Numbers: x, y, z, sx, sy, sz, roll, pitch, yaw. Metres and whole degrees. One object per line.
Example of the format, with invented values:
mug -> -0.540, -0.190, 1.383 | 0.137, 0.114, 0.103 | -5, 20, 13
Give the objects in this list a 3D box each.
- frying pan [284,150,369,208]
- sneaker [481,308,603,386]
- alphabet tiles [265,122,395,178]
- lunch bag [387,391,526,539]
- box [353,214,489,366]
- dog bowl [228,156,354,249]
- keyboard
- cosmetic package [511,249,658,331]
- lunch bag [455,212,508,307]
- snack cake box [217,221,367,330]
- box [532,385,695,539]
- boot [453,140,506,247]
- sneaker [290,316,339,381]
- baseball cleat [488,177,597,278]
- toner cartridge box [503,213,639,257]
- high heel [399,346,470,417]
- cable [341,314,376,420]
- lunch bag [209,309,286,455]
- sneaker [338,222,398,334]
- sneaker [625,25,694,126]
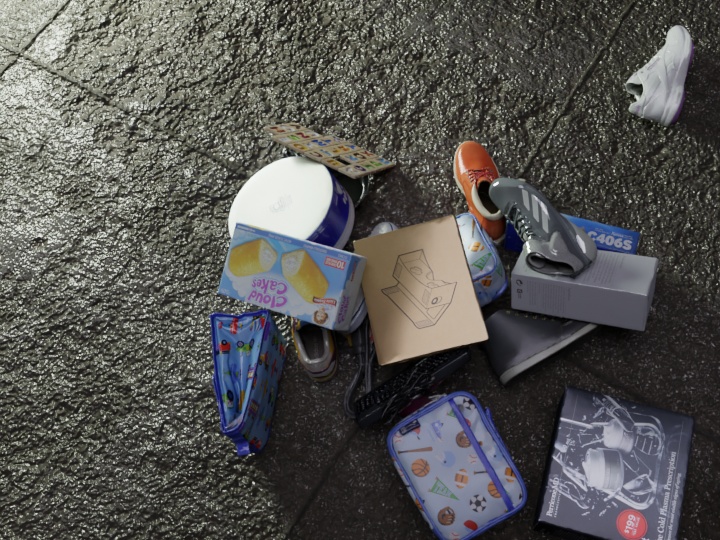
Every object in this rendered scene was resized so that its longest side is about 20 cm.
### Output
frying pan -> -0.069, -0.148, 1.442 | 0.190, 0.031, 0.115 | 11, 68, 28
sneaker -> 0.281, 0.085, 1.275 | 0.200, 0.075, 0.106 | -28, 68, -5
alphabet tiles -> -0.058, -0.211, 1.415 | 0.200, 0.167, 0.008 | 28, 114, 17
lunch bag -> 0.138, 0.276, 1.184 | 0.160, 0.076, 0.200 | -28, 80, -3
box -> 0.087, 0.029, 1.221 | 0.163, 0.021, 0.200 | -15, 70, 8
dog bowl -> -0.115, -0.088, 1.360 | 0.200, 0.079, 0.200 | -14, 55, 21
keyboard -> 0.072, 0.157, 1.210 | 0.200, 0.104, 0.040 | -35, 111, 4
cosmetic package -> 0.339, 0.020, 1.251 | 0.200, 0.071, 0.101 | 10, 38, 24
lunch bag -> 0.129, 0.003, 1.299 | 0.200, 0.076, 0.160 | -29, 45, 9
snack cake box -> -0.102, 0.008, 1.231 | 0.200, 0.067, 0.115 | 16, 92, 21
box -> 0.356, 0.290, 1.162 | 0.182, 0.104, 0.200 | 12, 68, 13
boot -> 0.204, -0.148, 1.371 | 0.075, 0.107, 0.200 | -14, 64, 2
sneaker -> -0.078, 0.073, 1.313 | 0.075, 0.090, 0.200 | -16, 66, -1
baseball cleat -> 0.257, -0.065, 1.230 | 0.200, 0.070, 0.106 | 38, 54, 24
toner cartridge box -> 0.335, -0.048, 1.317 | 0.200, 0.095, 0.043 | 16, 68, 12
high heel -> 0.111, 0.136, 1.279 | 0.096, 0.067, 0.200 | 21, 83, 4
cable -> 0.012, 0.135, 1.309 | 0.097, 0.050, 0.200 | -9, 75, 12
lunch bag -> -0.168, 0.180, 1.244 | 0.094, 0.151, 0.200 | -4, 66, 5
sneaker -> 0.000, 0.000, 1.289 | 0.073, 0.071, 0.200 | 0, 57, 47
sneaker -> 0.523, -0.351, 1.439 | 0.100, 0.075, 0.200 | 14, 69, 11
